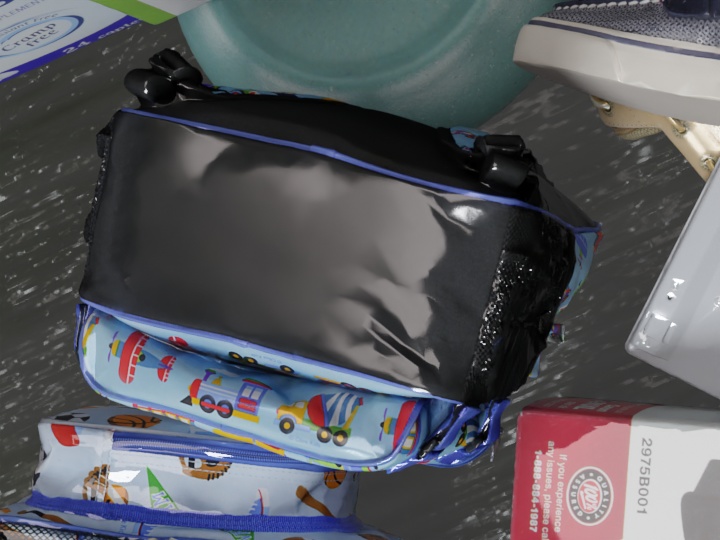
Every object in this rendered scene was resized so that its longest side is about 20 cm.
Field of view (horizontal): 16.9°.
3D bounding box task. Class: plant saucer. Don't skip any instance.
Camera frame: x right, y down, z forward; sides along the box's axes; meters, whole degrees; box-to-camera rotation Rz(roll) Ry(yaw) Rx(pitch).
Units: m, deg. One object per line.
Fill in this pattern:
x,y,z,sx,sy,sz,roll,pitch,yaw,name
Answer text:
0.000,-0.150,1.057,0.199,0.036,0.201,-1,88,18,plant saucer

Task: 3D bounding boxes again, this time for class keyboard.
0.171,-0.041,0.955,0.056,0.011,0.201,25,109,0,keyboard

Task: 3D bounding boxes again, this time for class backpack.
-0.060,0.133,1.001,0.190,0.200,0.155,14,94,6,backpack
0.000,0.000,0.966,0.182,0.200,0.135,14,94,18,backpack

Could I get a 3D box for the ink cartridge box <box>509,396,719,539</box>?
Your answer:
0.164,0.131,0.968,0.199,0.083,0.147,3,89,19,ink cartridge box

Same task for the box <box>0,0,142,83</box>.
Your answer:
-0.212,-0.136,1.042,0.183,0.200,0.105,-21,82,17,box

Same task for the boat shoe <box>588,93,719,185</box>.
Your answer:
0.122,-0.081,0.991,0.200,0.071,0.065,45,107,9,boat shoe

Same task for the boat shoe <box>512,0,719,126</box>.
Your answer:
0.154,-0.102,0.901,0.199,0.075,0.093,12,87,33,boat shoe

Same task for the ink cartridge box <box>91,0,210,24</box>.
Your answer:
-0.036,-0.179,0.975,0.199,0.148,0.076,-22,81,16,ink cartridge box
